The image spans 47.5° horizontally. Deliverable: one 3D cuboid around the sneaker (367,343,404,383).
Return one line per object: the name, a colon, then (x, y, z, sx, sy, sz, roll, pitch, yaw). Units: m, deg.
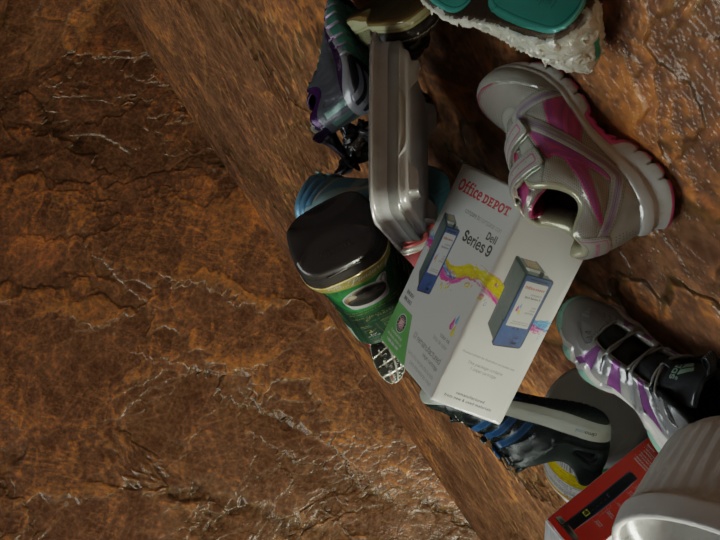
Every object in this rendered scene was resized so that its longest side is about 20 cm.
sneaker: (0.053, 0.184, 2.002, 0.085, 0.076, 0.202, 71, 174, -71)

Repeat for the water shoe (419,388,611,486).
water shoe: (0.148, 0.163, 0.822, 0.197, 0.080, 0.071, 9, -174, 27)

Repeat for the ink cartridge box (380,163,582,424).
ink cartridge box: (0.114, 0.016, 0.776, 0.087, 0.202, 0.145, 22, -170, -23)

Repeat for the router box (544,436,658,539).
router box: (0.271, 0.250, 0.844, 0.049, 0.178, 0.201, 49, 168, 32)

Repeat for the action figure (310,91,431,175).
action figure: (0.008, -0.181, 0.994, 0.102, 0.119, 0.199, 49, 163, -18)

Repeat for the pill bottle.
pill bottle: (0.261, 0.200, 0.926, 0.113, 0.112, 0.201, 50, 167, 33)

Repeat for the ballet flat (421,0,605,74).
ballet flat: (0.106, -0.197, 0.613, 0.200, 0.071, 0.072, 48, 167, 42)

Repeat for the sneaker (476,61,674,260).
sneaker: (0.150, -0.089, 0.651, 0.200, 0.088, 0.082, 51, 168, 32)

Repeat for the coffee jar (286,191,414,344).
coffee jar: (0.000, 0.000, 0.885, 0.200, 0.103, 0.086, 53, -167, -57)

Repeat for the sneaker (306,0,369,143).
sneaker: (-0.033, -0.229, 0.902, 0.074, 0.087, 0.202, 36, -147, -35)

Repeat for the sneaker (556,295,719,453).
sneaker: (0.262, 0.084, 0.708, 0.200, 0.078, 0.140, 45, 165, 13)

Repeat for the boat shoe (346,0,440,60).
boat shoe: (0.041, -0.236, 0.800, 0.065, 0.073, 0.200, 55, -179, -21)

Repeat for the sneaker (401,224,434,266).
sneaker: (0.068, -0.019, 1.071, 0.200, 0.073, 0.088, -32, -62, -72)

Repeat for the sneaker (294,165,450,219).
sneaker: (0.006, -0.093, 0.999, 0.130, 0.198, 0.081, 20, 118, 46)

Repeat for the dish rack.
dish rack: (0.044, -0.115, 0.777, 0.200, 0.043, 0.175, 32, -121, -76)

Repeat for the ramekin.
ramekin: (0.302, 0.200, 0.613, 0.198, 0.106, 0.201, 30, 155, 16)
